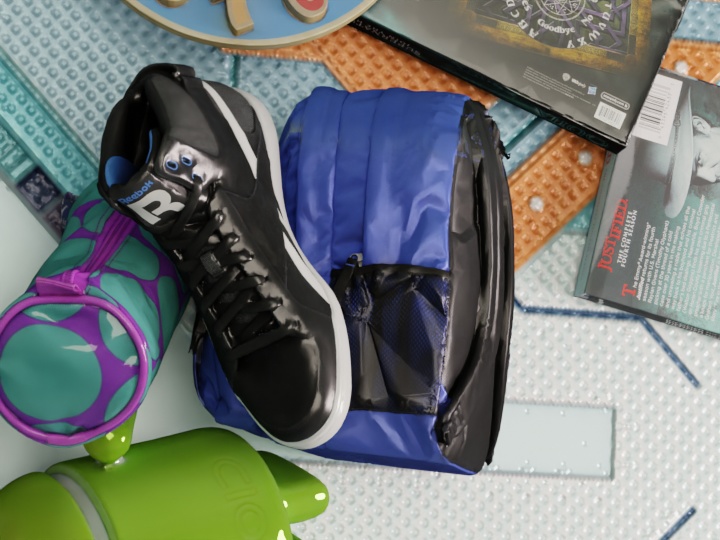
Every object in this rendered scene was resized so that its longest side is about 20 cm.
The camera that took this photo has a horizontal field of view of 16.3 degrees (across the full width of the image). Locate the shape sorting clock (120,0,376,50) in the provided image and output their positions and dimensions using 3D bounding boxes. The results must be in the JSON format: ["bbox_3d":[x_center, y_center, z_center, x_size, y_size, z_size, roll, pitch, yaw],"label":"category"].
[{"bbox_3d":[-0.065,-0.216,1.397,0.199,0.039,0.201,3,66,-6],"label":"shape sorting clock"}]

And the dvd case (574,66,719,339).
[{"bbox_3d":[0.235,-0.027,1.487,0.199,0.022,0.147,16,81,-14],"label":"dvd case"}]

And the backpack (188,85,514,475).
[{"bbox_3d":[0.000,0.000,1.350,0.167,0.163,0.201,6,84,6],"label":"backpack"}]

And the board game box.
[{"bbox_3d":[0.087,-0.170,1.448,0.199,0.028,0.136,26,78,-5],"label":"board game box"}]

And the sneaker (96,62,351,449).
[{"bbox_3d":[-0.078,-0.008,1.245,0.112,0.073,0.201,16,49,-55],"label":"sneaker"}]

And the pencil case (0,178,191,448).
[{"bbox_3d":[-0.132,0.013,1.297,0.085,0.200,0.093,6,112,4],"label":"pencil case"}]

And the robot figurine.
[{"bbox_3d":[-0.115,0.149,1.314,0.199,0.116,0.177,-13,112,-31],"label":"robot figurine"}]
